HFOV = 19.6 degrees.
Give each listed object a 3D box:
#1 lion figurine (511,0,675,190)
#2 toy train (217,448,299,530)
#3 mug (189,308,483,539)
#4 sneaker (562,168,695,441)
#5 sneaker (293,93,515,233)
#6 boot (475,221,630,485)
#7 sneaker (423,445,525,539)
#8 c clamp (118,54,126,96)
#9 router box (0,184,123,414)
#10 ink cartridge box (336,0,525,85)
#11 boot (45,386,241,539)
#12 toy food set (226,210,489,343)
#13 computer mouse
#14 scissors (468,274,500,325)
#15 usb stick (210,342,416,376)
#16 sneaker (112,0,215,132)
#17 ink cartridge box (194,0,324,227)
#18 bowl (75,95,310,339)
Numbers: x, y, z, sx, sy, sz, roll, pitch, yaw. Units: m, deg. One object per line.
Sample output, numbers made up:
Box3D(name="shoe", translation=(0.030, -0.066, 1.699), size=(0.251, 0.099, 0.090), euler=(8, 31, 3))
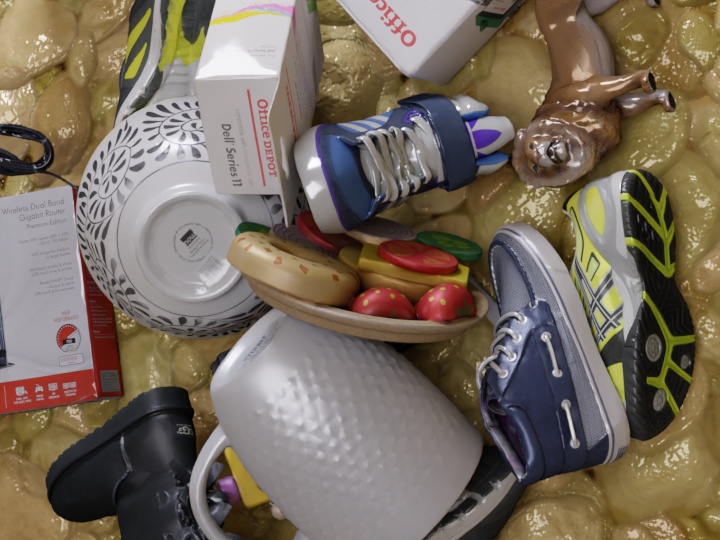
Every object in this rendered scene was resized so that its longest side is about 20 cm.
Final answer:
Box3D(name="lion figurine", translation=(0.167, -0.165, 1.584), size=(0.122, 0.072, 0.202), euler=(-13, 70, 29))
Box3D(name="toy train", translation=(-0.036, 0.138, 1.660), size=(0.149, 0.056, 0.202), euler=(6, 81, -4))
Box3D(name="mug", translation=(-0.038, 0.133, 1.543), size=(0.175, 0.148, 0.200), euler=(44, 91, -13))
Box3D(name="sneaker", translation=(0.199, 0.028, 1.567), size=(0.076, 0.075, 0.202), euler=(-7, 84, 44))
Box3D(name="sneaker", translation=(0.040, -0.090, 1.554), size=(0.145, 0.200, 0.081), euler=(-18, 94, 14))
Box3D(name="boot", translation=(0.121, 0.059, 1.549), size=(0.201, 0.090, 0.073), euler=(65, 153, 22))
Box3D(name="sneaker", translation=(0.061, 0.221, 1.606), size=(0.200, 0.085, 0.074), euler=(-45, 32, -2))
Box3D(name="c clamp", translation=(-0.116, -0.159, 1.713), size=(0.170, 0.027, 0.201), euler=(37, 103, 23))
Box3D(name="router box", translation=(-0.308, 0.033, 1.767), size=(0.198, 0.049, 0.181), euler=(-10, 85, 21))
Box3D(name="ink cartridge box", translation=(0.072, -0.264, 1.606), size=(0.200, 0.084, 0.146), euler=(-45, 73, 15))
Box3D(name="boot", translation=(-0.176, 0.203, 1.652), size=(0.198, 0.073, 0.164), euler=(-40, 55, 39))
Box3D(name="toy food set", translation=(0.000, 0.000, 1.545), size=(0.198, 0.198, 0.049), euler=(12, 106, 2))
Box3D(name="computer mouse", translation=(-0.231, -0.064, 1.706), size=(0.199, 0.034, 0.059), euler=(31, 88, -12))
Box3D(name="scissors", translation=(0.120, 0.058, 1.617), size=(0.199, 0.014, 0.074), euler=(33, 100, 18))
Box3D(name="usb stick", translation=(-0.019, 0.055, 1.625), size=(0.198, 0.033, 0.056), euler=(-23, 78, -4))
Box3D(name="sneaker", translation=(-0.156, -0.170, 1.689), size=(0.201, 0.074, 0.085), euler=(-70, 27, 21))
Box3D(name="ink cartridge box", translation=(-0.076, -0.138, 1.560), size=(0.067, 0.118, 0.201), euler=(0, 44, 9))
Box3D(name="bowl", translation=(-0.130, -0.029, 1.632), size=(0.199, 0.094, 0.203), euler=(0, 105, 0))
